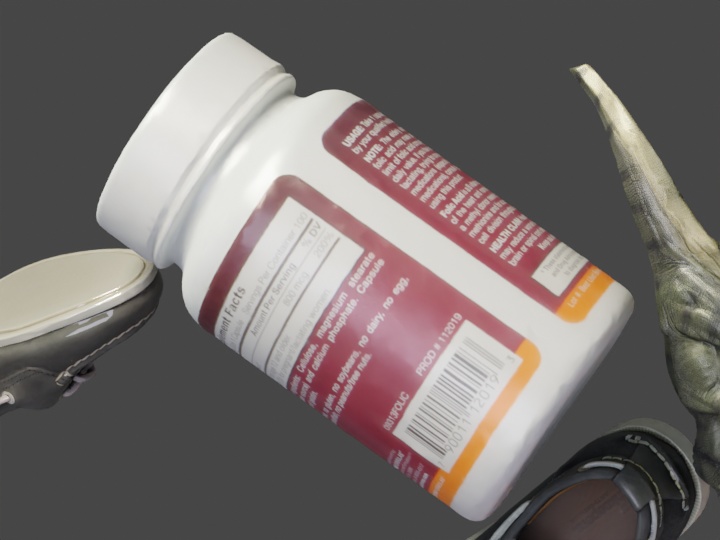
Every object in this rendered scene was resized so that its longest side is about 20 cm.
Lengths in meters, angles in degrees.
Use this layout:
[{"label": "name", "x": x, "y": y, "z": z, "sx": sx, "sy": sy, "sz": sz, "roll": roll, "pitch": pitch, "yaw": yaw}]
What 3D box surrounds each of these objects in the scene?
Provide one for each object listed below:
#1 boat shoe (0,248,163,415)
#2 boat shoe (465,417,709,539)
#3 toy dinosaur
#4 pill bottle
[{"label": "boat shoe", "x": -0.160, "y": 0.043, "z": 1.309, "sx": 0.199, "sy": 0.067, "sz": 0.057, "roll": -18, "pitch": 115, "yaw": 27}, {"label": "boat shoe", "x": 0.063, "y": 0.143, "z": 1.257, "sx": 0.072, "sy": 0.068, "sz": 0.200, "roll": 42, "pitch": 116, "yaw": 3}, {"label": "toy dinosaur", "x": 0.150, "y": 0.004, "z": 1.198, "sx": 0.088, "sy": 0.047, "sz": 0.201, "roll": -16, "pitch": 97, "yaw": 29}, {"label": "pill bottle", "x": 0.000, "y": 0.000, "z": 1.209, "sx": 0.200, "sy": 0.114, "sz": 0.114, "roll": 36, "pitch": 114, "yaw": 6}]
